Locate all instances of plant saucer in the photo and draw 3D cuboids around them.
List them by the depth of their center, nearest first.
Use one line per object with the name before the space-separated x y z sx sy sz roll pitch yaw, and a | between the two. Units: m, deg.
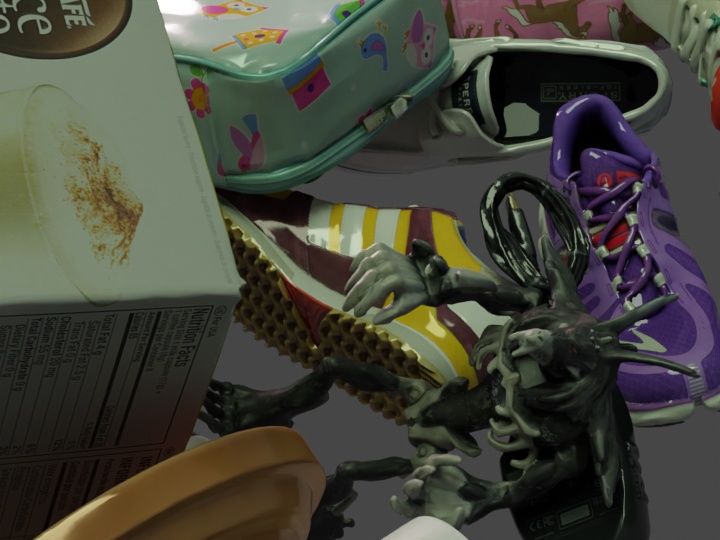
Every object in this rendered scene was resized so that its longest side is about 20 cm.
plant saucer | -0.094 0.131 0.781 0.200 0.200 0.032 -32 71 -22

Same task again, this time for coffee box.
coffee box | -0.175 -0.003 0.790 0.197 0.200 0.200 -2 51 -22

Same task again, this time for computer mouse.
computer mouse | 0.086 0.045 0.912 0.058 0.034 0.201 -22 57 25

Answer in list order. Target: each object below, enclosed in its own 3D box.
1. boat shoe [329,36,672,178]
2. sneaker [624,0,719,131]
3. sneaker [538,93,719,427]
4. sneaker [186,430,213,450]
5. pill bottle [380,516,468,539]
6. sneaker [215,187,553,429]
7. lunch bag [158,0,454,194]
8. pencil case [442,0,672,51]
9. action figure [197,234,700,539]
boat shoe | 0.058 -0.090 1.073 0.199 0.074 0.065 -9 -2 5
sneaker | 0.182 -0.110 1.007 0.093 0.071 0.200 -31 45 -30
sneaker | 0.116 -0.007 0.966 0.080 0.084 0.200 -14 40 -2
sneaker | -0.157 0.121 0.901 0.112 0.073 0.200 23 42 39
pill bottle | -0.035 0.175 0.766 0.200 0.111 0.111 -31 43 -21
sneaker | 0.000 0.000 1.002 0.090 0.075 0.200 -34 52 -28
lunch bag | -0.058 -0.109 1.041 0.199 0.077 0.160 13 36 37
pencil case | 0.137 -0.155 1.139 0.199 0.083 0.087 -12 9 1
action figure | 0.031 0.054 0.857 0.199 0.102 0.119 -23 71 23
